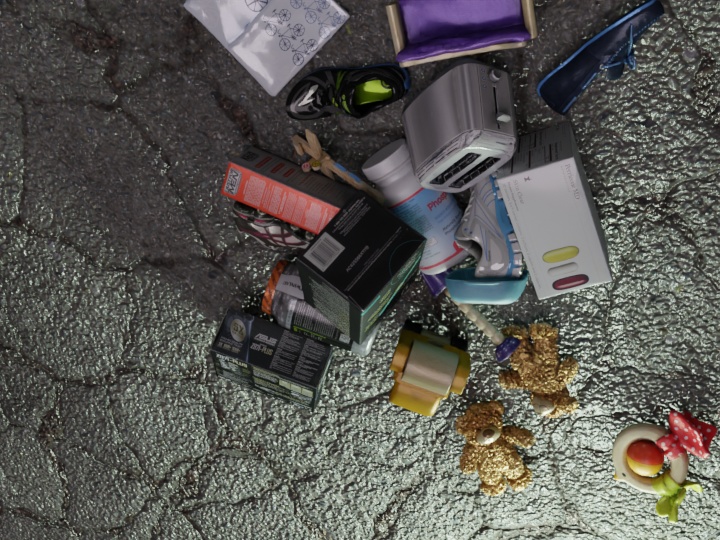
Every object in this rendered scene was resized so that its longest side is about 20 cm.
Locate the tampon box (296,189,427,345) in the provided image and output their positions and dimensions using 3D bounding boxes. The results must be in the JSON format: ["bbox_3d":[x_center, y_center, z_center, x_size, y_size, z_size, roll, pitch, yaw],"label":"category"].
[{"bbox_3d":[0.000,0.000,1.256,0.126,0.150,0.200,39,165,11],"label":"tampon box"}]

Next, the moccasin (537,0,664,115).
[{"bbox_3d":[0.339,-0.291,1.129,0.068,0.080,0.200,53,132,0],"label":"moccasin"}]

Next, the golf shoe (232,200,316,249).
[{"bbox_3d":[-0.121,-0.072,1.387,0.199,0.077,0.088,24,141,5],"label":"golf shoe"}]

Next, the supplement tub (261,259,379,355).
[{"bbox_3d":[-0.060,0.059,1.404,0.199,0.123,0.123,19,122,3],"label":"supplement tub"}]

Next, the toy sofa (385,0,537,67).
[{"bbox_3d":[0.140,-0.348,1.133,0.199,0.098,0.083,-5,117,18],"label":"toy sofa"}]

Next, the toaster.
[{"bbox_3d":[0.137,-0.198,1.168,0.113,0.130,0.200,8,155,-33],"label":"toaster"}]

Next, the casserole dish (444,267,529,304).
[{"bbox_3d":[0.198,0.023,1.268,0.121,0.200,0.039,1,96,16],"label":"casserole dish"}]

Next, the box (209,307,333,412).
[{"bbox_3d":[-0.158,0.163,1.469,0.199,0.086,0.164,19,156,4],"label":"box"}]

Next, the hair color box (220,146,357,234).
[{"bbox_3d":[-0.110,-0.126,1.317,0.199,0.102,0.061,24,117,5],"label":"hair color box"}]

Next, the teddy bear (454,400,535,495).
[{"bbox_3d":[0.247,0.337,1.502,0.144,0.067,0.201,1,119,12],"label":"teddy bear"}]

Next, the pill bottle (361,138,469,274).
[{"bbox_3d":[0.090,-0.101,1.280,0.109,0.109,0.200,-27,110,26],"label":"pill bottle"}]

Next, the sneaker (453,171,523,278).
[{"bbox_3d":[0.177,-0.077,1.228,0.086,0.201,0.075,-11,153,-4],"label":"sneaker"}]

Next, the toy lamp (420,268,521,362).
[{"bbox_3d":[0.180,0.063,1.364,0.200,0.058,0.058,47,121,2],"label":"toy lamp"}]

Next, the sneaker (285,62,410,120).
[{"bbox_3d":[-0.025,-0.267,1.231,0.199,0.083,0.071,-6,117,19],"label":"sneaker"}]

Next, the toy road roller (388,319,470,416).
[{"bbox_3d":[0.107,0.182,1.387,0.122,0.200,0.147,19,100,3],"label":"toy road roller"}]

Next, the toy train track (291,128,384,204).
[{"bbox_3d":[-0.044,-0.150,1.270,0.200,0.033,0.115,37,165,31],"label":"toy train track"}]

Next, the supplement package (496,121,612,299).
[{"bbox_3d":[0.286,-0.089,1.203,0.111,0.156,0.201,-17,113,20],"label":"supplement package"}]

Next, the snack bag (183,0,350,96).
[{"bbox_3d":[-0.144,-0.392,1.229,0.200,0.021,0.188,45,121,-12],"label":"snack bag"}]

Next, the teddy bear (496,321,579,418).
[{"bbox_3d":[0.305,0.174,1.404,0.144,0.067,0.201,4,119,15],"label":"teddy bear"}]

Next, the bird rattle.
[{"bbox_3d":[0.519,0.328,1.420,0.163,0.113,0.201,10,119,29],"label":"bird rattle"}]
